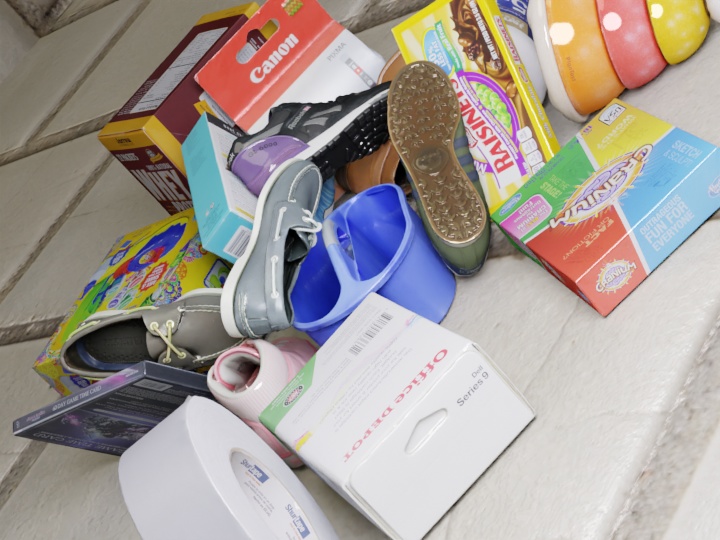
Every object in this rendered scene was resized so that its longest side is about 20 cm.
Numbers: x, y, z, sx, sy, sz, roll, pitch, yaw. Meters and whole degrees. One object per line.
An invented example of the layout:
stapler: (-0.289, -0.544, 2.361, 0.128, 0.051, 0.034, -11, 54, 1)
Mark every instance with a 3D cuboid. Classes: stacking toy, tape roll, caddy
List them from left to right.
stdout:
tape roll: (-0.083, 0.188, 1.243, 0.066, 0.200, 0.200, -39, 23, 7)
caddy: (0.000, 0.000, 1.556, 0.141, 0.105, 0.200, -38, 23, 11)
stacking toy: (0.258, -0.220, 1.541, 0.199, 0.147, 0.146, -11, 34, 20)

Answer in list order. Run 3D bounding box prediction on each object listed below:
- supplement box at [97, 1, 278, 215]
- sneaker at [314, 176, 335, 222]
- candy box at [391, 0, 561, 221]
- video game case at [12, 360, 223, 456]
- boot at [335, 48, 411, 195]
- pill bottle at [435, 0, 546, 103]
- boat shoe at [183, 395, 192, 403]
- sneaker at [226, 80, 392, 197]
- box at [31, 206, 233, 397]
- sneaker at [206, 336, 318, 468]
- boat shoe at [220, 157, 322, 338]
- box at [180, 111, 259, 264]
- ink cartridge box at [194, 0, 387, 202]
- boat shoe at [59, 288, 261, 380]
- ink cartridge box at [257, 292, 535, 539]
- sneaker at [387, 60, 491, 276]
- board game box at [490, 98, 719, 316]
supplement box: (-0.145, -0.155, 1.952, 0.200, 0.197, 0.133, -51, 24, -20)
sneaker: (-0.060, -0.062, 1.777, 0.078, 0.090, 0.201, -8, 49, 28)
candy box: (0.107, -0.151, 1.562, 0.102, 0.201, 0.026, -29, -11, 34)
video game case: (-0.213, 0.134, 1.647, 0.199, 0.143, 0.019, -23, 61, 39)
boot: (0.056, -0.158, 1.772, 0.200, 0.077, 0.155, -52, 19, -10)
pill bottle: (0.122, -0.200, 1.688, 0.119, 0.120, 0.200, -33, 25, 23)
boat shoe: (-0.121, 0.166, 1.513, 0.060, 0.074, 0.200, -56, 31, -4)
sneaker: (-0.041, -0.142, 1.667, 0.200, 0.087, 0.076, -36, -26, -31)
box: (-0.197, 0.050, 1.780, 0.200, 0.122, 0.193, -19, 34, 45)
sneaker: (-0.084, 0.088, 1.548, 0.075, 0.105, 0.200, -41, 21, 9)
boat shoe: (-0.062, -0.021, 1.533, 0.061, 0.073, 0.201, -1, 46, 26)
box: (-0.119, -0.074, 1.681, 0.049, 0.082, 0.200, -52, 28, 19)
ink cartridge box: (-0.052, -0.189, 1.852, 0.162, 0.200, 0.050, -47, 23, -8)
boat shoe: (-0.182, 0.064, 1.590, 0.201, 0.072, 0.060, -9, 15, 25)
ink cartridge box: (0.024, 0.112, 1.349, 0.145, 0.088, 0.200, -47, 21, -8)
sneaker: (0.071, -0.083, 1.537, 0.067, 0.090, 0.201, -16, 57, 2)
board game box: (0.203, -0.056, 1.406, 0.153, 0.040, 0.200, -44, 22, 0)
